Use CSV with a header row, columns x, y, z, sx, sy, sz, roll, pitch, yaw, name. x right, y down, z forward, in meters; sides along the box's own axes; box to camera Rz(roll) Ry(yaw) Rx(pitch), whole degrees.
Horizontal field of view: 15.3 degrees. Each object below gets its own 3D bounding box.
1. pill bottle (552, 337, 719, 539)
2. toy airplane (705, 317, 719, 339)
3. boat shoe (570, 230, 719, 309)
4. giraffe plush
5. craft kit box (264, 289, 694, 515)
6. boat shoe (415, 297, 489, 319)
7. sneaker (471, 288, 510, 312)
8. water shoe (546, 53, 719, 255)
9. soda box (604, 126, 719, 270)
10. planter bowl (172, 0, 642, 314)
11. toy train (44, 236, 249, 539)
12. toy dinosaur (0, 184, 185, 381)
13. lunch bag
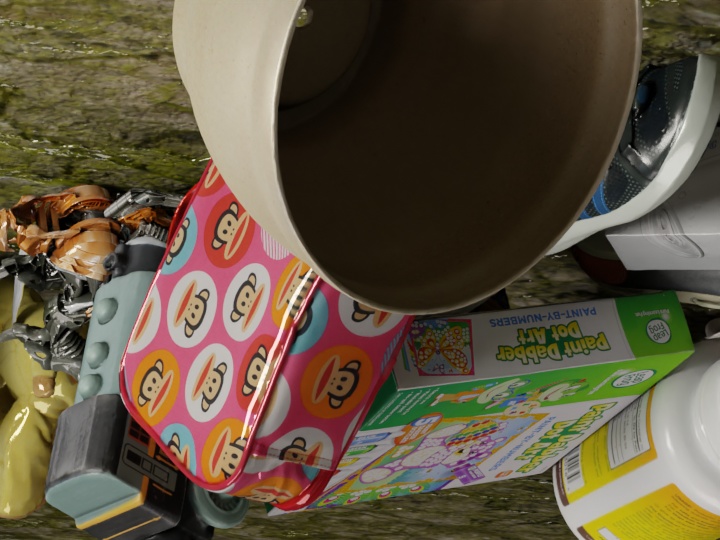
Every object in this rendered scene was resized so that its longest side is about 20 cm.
x,y,z,sx,sy,sz,roll,pitch,yaw,name
0.202,0.106,1.610,0.109,0.110,0.200,10,159,-19,pill bottle
0.230,0.106,1.809,0.199,0.142,0.199,0,162,16,toy airplane
0.217,-0.008,1.540,0.199,0.071,0.063,6,150,19,boat shoe
-0.174,0.067,1.821,0.161,0.173,0.200,1,138,-27,giraffe plush
0.062,0.078,1.560,0.197,0.049,0.200,-9,160,-28,craft kit box
0.020,-0.005,1.513,0.200,0.070,0.071,-37,133,13,boat shoe
0.000,0.000,1.620,0.199,0.076,0.088,28,140,-31,sneaker
0.111,-0.064,1.391,0.079,0.072,0.200,28,147,-17,water shoe
0.235,-0.039,1.453,0.199,0.064,0.068,0,163,16,soda box
0.003,-0.098,1.146,0.200,0.201,0.134,21,-176,-44,planter bowl
-0.117,0.076,1.567,0.085,0.201,0.114,-22,137,39,toy train
-0.168,-0.014,1.649,0.199,0.102,0.136,23,137,-11,toy dinosaur
-0.054,0.012,1.455,0.082,0.201,0.176,18,-166,-40,lunch bag
